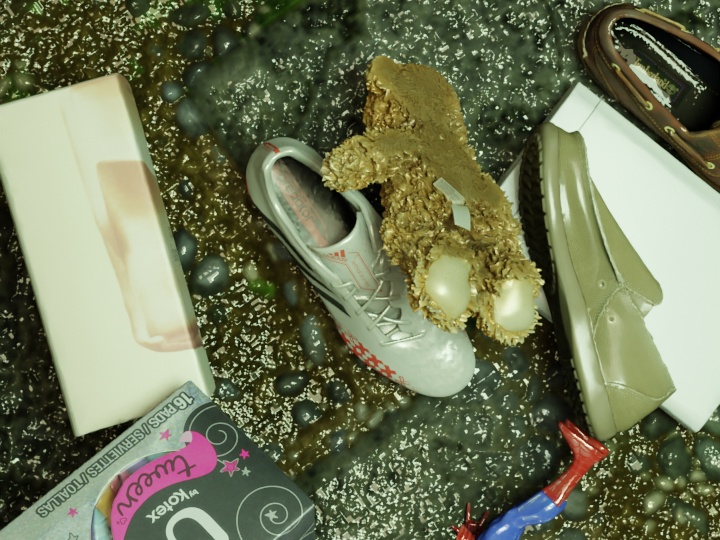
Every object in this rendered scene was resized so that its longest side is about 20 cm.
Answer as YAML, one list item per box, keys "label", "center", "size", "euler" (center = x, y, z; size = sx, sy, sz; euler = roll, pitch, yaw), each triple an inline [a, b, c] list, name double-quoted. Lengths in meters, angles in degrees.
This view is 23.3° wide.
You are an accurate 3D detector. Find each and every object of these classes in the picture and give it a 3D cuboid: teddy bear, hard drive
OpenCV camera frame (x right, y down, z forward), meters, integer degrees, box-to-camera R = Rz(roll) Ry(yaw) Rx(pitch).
- label: "teddy bear"
  center: [0.042, -0.036, 1.052]
  size: [0.145, 0.067, 0.200]
  euler: [-7, 57, -44]
- label: "hard drive"
  center: [0.178, -0.008, 1.131]
  size: [0.200, 0.027, 0.132]
  euler: [38, 87, -5]

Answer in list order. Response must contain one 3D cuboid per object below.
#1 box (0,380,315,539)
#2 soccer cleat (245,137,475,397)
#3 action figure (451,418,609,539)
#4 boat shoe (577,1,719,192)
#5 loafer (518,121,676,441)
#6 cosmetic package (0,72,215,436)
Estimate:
- label: "box"
  center: [-0.131, 0.185, 0.987]
  size: [0.200, 0.132, 0.115]
  euler: [-39, 66, -22]
- label: "soccer cleat"
  center: [0.000, 0.000, 1.085]
  size: [0.069, 0.085, 0.200]
  euler: [-38, 93, -4]
- label: "action figure"
  center: [0.076, 0.179, 1.101]
  size: [0.052, 0.065, 0.200]
  euler: [37, 96, 7]
- label: "boat shoe"
  center: [0.226, -0.100, 1.114]
  size: [0.200, 0.070, 0.071]
  euler: [32, 87, -6]
- label: "loafer"
  center: [0.147, 0.003, 1.082]
  size: [0.067, 0.076, 0.201]
  euler: [-14, 101, -6]
- label: "cosmetic package"
  center: [-0.156, -0.010, 1.063]
  size: [0.087, 0.103, 0.201]
  euler: [-15, 93, -4]
